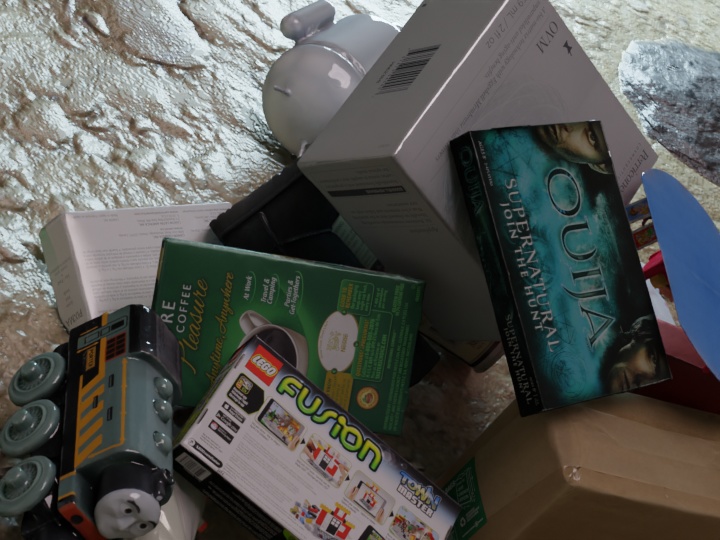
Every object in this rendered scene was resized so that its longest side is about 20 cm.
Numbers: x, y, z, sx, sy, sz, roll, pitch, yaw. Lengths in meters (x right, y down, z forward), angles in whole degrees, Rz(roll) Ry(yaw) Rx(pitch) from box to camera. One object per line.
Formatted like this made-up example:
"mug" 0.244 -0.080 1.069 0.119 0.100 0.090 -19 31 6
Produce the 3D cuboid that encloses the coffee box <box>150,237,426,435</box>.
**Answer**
"coffee box" -0.058 0.048 1.118 0.199 0.124 0.044 8 4 -11

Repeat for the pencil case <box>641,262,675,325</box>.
"pencil case" 0.259 0.085 1.407 0.090 0.083 0.201 -18 53 6

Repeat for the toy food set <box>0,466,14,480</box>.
"toy food set" -0.328 0.068 1.008 0.143 0.060 0.200 -6 56 -40

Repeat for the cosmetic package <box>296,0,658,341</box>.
"cosmetic package" 0.096 -0.083 1.163 0.200 0.123 0.200 49 62 -27

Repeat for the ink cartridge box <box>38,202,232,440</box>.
"ink cartridge box" -0.151 0.047 1.187 0.160 0.050 0.201 -5 73 -40

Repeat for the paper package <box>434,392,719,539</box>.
"paper package" 0.166 0.185 1.145 0.190 0.200 0.104 15 44 -25

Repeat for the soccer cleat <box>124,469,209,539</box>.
"soccer cleat" -0.140 0.196 1.007 0.078 0.069 0.200 45 25 -33

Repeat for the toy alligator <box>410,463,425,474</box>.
"toy alligator" -0.041 0.135 1.153 0.199 0.059 0.054 6 48 -32

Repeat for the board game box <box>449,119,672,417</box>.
"board game box" 0.145 -0.006 1.077 0.135 0.028 0.201 -9 81 -37

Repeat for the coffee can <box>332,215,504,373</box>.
"coffee can" 0.059 -0.024 1.316 0.200 0.146 0.147 33 39 -5

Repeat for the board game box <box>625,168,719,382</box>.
"board game box" 0.254 0.021 1.164 0.158 0.039 0.201 31 41 -43

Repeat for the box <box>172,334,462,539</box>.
"box" -0.030 0.150 1.058 0.200 0.035 0.110 41 50 -9

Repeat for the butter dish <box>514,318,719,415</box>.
"butter dish" 0.225 0.105 1.259 0.199 0.200 0.148 23 41 -7

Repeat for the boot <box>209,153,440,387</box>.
"boot" -0.001 0.001 1.206 0.200 0.165 0.066 55 10 -1

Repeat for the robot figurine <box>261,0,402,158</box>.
"robot figurine" -0.018 -0.172 1.430 0.200 0.113 0.170 -40 103 -51

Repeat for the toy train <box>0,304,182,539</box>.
"toy train" -0.174 0.109 1.001 0.085 0.114 0.200 55 15 -34
